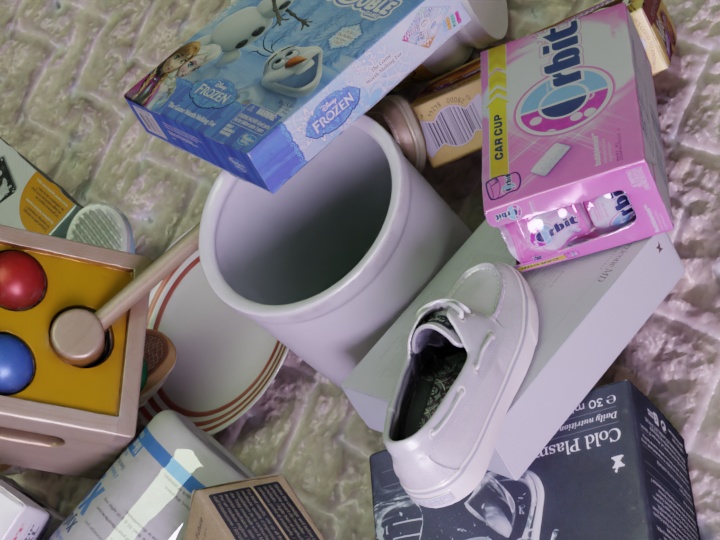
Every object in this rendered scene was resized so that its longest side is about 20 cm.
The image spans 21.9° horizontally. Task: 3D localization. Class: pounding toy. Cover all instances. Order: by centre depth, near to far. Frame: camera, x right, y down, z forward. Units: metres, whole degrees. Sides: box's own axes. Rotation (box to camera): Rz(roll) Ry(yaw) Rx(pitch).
[{"bbox_3d":[-0.228,0.046,1.447,0.142,0.200,0.184,131,146,-56],"label":"pounding toy"}]

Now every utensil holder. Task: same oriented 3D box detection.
[{"bbox_3d":[0.000,0.000,1.397,0.170,0.200,0.170,-15,56,23],"label":"utensil holder"}]

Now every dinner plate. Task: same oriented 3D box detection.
[{"bbox_3d":[-0.120,0.047,1.543,0.200,0.024,0.200,-19,59,35],"label":"dinner plate"}]

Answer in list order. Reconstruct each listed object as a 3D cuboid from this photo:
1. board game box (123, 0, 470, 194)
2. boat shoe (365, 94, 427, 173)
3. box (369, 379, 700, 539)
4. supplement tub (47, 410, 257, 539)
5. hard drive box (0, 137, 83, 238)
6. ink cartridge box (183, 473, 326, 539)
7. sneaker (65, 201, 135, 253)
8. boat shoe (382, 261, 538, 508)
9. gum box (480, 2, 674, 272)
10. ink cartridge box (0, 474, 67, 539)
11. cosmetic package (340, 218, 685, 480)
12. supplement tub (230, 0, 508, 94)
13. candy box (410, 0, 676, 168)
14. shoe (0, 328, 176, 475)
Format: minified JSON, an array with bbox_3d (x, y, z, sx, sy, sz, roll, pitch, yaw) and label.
[{"bbox_3d":[-0.051,-0.157,1.380,0.199,0.043,0.200,-42,35,-16],"label":"board game box"},{"bbox_3d":[-0.011,-0.086,1.479,0.200,0.065,0.072,-19,91,64],"label":"boat shoe"},{"bbox_3d":[0.123,0.206,1.252,0.200,0.124,0.197,-19,57,21],"label":"box"},{"bbox_3d":[-0.164,0.219,1.416,0.200,0.132,0.132,-49,50,-3],"label":"supplement tub"},{"bbox_3d":[-0.336,0.000,1.687,0.200,0.077,0.156,-51,49,-3],"label":"hard drive box"},{"bbox_3d":[-0.066,0.269,1.291,0.165,0.075,0.200,52,140,41],"label":"ink cartridge box"},{"bbox_3d":[-0.231,0.042,1.612,0.074,0.082,0.200,17,91,6],"label":"sneaker"},{"bbox_3d":[0.058,0.056,1.187,0.072,0.069,0.200,-6,42,35],"label":"boat shoe"},{"bbox_3d":[0.148,-0.091,1.299,0.113,0.066,0.200,-18,38,17],"label":"gum box"},{"bbox_3d":[-0.307,0.231,1.444,0.084,0.200,0.145,32,81,11],"label":"ink cartridge box"},{"bbox_3d":[0.104,0.040,1.277,0.200,0.052,0.151,-48,34,-22],"label":"cosmetic package"},{"bbox_3d":[0.009,-0.218,1.555,0.200,0.144,0.145,-18,55,23],"label":"supplement tub"},{"bbox_3d":[0.144,-0.153,1.453,0.200,0.057,0.117,-24,11,20],"label":"candy box"},{"bbox_3d":[-0.238,0.113,1.555,0.200,0.053,0.070,-29,58,5],"label":"shoe"}]
